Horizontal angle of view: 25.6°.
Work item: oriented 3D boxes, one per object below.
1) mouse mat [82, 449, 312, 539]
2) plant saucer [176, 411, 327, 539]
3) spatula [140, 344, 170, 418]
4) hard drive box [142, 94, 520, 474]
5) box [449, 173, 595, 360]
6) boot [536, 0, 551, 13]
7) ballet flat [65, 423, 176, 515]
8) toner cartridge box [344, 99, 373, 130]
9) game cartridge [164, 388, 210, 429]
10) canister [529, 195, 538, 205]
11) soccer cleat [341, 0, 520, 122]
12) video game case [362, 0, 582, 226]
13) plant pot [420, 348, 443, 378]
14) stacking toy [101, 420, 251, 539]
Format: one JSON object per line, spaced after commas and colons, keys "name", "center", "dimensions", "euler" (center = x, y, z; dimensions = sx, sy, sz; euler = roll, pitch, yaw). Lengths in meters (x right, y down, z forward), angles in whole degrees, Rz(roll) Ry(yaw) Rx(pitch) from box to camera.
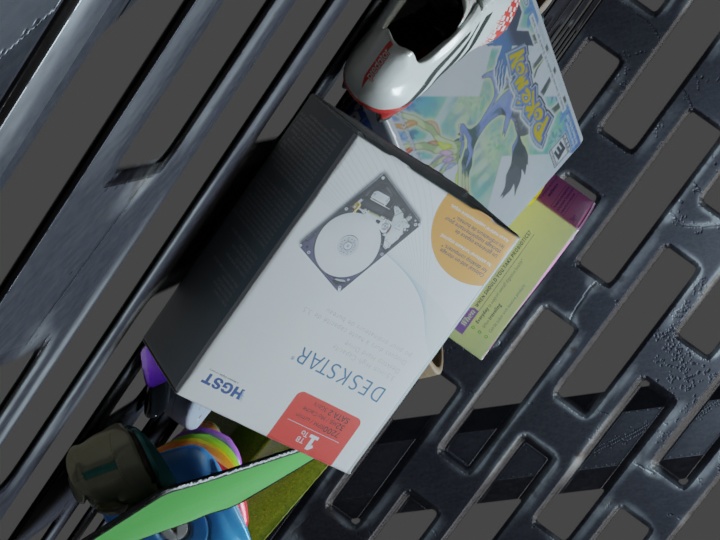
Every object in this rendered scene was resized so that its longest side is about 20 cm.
{"name": "mouse mat", "center": [-0.115, 0.163, 1.132], "dimensions": [0.200, 0.008, 0.161], "euler": [-13, 163, -48]}
{"name": "plant saucer", "center": [-0.108, 0.161, 1.493], "dimensions": [0.200, 0.048, 0.200], "euler": [-50, -150, 15]}
{"name": "spatula", "center": [-0.140, 0.077, 1.151], "dimensions": [0.056, 0.021, 0.200], "euler": [-29, 170, -20]}
{"name": "hard drive box", "center": [-0.019, 0.012, 1.039], "dimensions": [0.200, 0.156, 0.077], "euler": [-55, -145, 9]}
{"name": "box", "center": [0.099, -0.046, 1.590], "dimensions": [0.176, 0.200, 0.097], "euler": [-57, 176, 26]}
{"name": "boot", "center": [0.181, -0.297, 1.259], "dimensions": [0.146, 0.070, 0.200], "euler": [-35, 155, -37]}
{"name": "ballet flat", "center": [-0.176, 0.146, 1.142], "dimensions": [0.069, 0.069, 0.200], "euler": [-53, 174, -11]}
{"name": "toner cartridge box", "center": [0.045, -0.111, 1.198], "dimensions": [0.043, 0.095, 0.200], "euler": [13, -124, 45]}
{"name": "game cartridge", "center": [-0.111, 0.060, 1.273], "dimensions": [0.133, 0.042, 0.200], "euler": [-48, 174, -21]}
{"name": "canister", "center": [0.063, -0.057, 1.498], "dimensions": [0.200, 0.148, 0.087], "euler": [-54, 177, 27]}
{"name": "soccer cleat", "center": [0.061, -0.178, 1.065], "dimensions": [0.200, 0.069, 0.085], "euler": [-46, 176, -33]}
{"name": "video game case", "center": [0.087, -0.120, 1.186], "dimensions": [0.182, 0.022, 0.200], "euler": [-47, 132, -27]}
{"name": "plant pot", "center": [0.000, 0.000, 1.316], "dimensions": [0.093, 0.201, 0.201], "euler": [-15, -178, 9]}
{"name": "stacking toy", "center": [-0.141, 0.177, 1.355], "dimensions": [0.110, 0.116, 0.200], "euler": [-20, -166, 10]}
